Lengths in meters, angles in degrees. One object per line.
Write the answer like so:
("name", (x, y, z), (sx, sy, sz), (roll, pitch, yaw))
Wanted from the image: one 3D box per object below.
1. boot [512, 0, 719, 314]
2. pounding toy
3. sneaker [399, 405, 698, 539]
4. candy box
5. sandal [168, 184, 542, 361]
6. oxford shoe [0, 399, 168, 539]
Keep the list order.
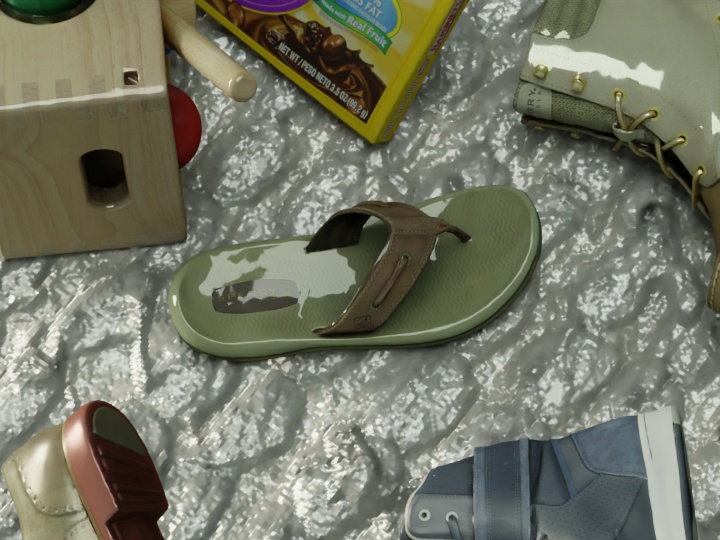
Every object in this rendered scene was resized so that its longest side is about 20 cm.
("boot", (0.155, -0.070, 1.475), (0.154, 0.072, 0.201), (10, 59, 5))
("pounding toy", (-0.129, -0.113, 1.427), (0.141, 0.200, 0.185), (-6, 63, -3))
("sneaker", (0.094, 0.160, 1.333), (0.145, 0.077, 0.203), (-8, 44, 5))
("candy box", (-0.039, -0.168, 1.517), (0.200, 0.026, 0.103), (39, 114, 18))
("sandal", (-0.001, 0.001, 1.447), (0.200, 0.057, 0.080), (-13, 64, -6))
("oxford shoe", (-0.123, 0.169, 1.373), (0.074, 0.070, 0.201), (-26, 67, 22))
